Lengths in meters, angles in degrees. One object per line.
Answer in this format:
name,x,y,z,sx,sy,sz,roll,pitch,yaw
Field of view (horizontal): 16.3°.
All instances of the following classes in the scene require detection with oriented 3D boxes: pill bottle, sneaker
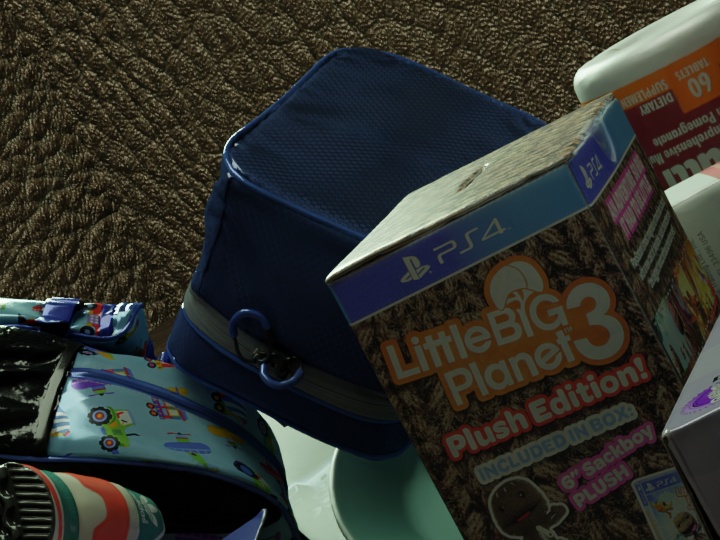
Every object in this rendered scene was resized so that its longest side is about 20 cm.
pill bottle,0.192,-0.030,1.192,0.109,0.200,0.110,-28,5,3
sneaker,-0.164,0.152,1.109,0.093,0.070,0.200,8,-40,-45

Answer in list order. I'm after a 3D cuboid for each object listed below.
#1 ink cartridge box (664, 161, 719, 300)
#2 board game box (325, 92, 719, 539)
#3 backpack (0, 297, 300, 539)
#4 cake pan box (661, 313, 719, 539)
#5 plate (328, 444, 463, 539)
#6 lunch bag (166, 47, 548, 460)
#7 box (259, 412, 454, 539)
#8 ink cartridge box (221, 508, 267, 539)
ink cartridge box,0.132,0.047,1.059,0.200,0.145,0.083,-28,4,2
board game box,0.089,0.053,0.930,0.097,0.200,0.159,-26,5,16
backpack,-0.123,0.103,1.213,0.199,0.183,0.135,2,50,6
cake pan box,0.193,0.009,0.774,0.184,0.052,0.200,-29,5,21
plate,0.084,0.091,1.196,0.200,0.026,0.200,-12,35,9
lunch bag,0.000,0.000,1.186,0.200,0.136,0.133,-45,-23,-55
box,0.025,0.096,1.292,0.160,0.044,0.200,-29,30,-16
ink cartridge box,-0.136,0.199,1.041,0.196,0.043,0.200,-36,24,38
